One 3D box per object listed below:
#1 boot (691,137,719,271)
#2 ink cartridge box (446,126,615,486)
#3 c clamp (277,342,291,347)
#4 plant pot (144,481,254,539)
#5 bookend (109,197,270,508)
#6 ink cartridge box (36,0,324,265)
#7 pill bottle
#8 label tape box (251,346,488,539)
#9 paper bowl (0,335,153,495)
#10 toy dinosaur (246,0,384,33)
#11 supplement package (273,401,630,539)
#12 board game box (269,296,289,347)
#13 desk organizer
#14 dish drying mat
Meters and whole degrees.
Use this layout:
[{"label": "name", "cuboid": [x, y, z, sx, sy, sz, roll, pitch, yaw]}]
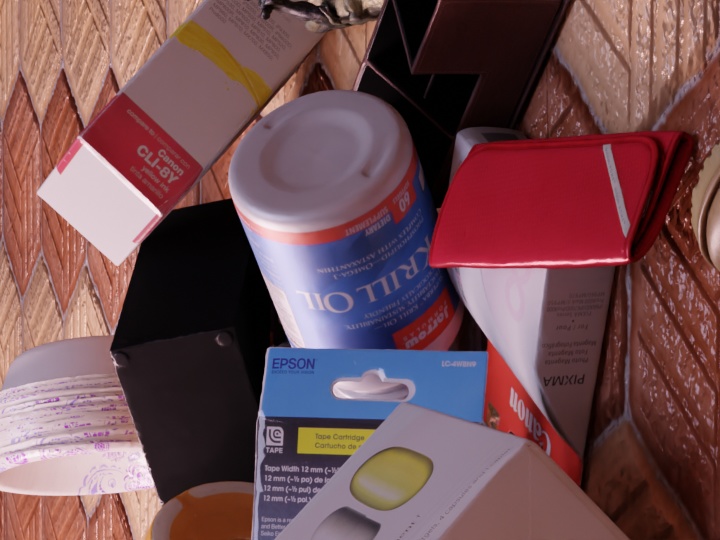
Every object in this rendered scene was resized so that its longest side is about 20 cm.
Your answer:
[{"label": "boot", "cuboid": [0.210, 0.010, 1.176, 0.176, 0.066, 0.201, 109, 152, -48]}, {"label": "ink cartridge box", "cuboid": [0.086, 0.041, 1.600, 0.163, 0.057, 0.201, -125, 42, -60]}, {"label": "c clamp", "cuboid": [-0.004, 0.128, 1.828, 0.200, 0.027, 0.172, 48, 160, 42]}, {"label": "plant pot", "cuboid": [-0.090, 0.252, 1.912, 0.201, 0.199, 0.184, -114, 27, -51]}, {"label": "bookend", "cuboid": [-0.097, 0.081, 2.039, 0.200, 0.091, 0.200, -81, -22, -60]}, {"label": "ink cartridge box", "cuboid": [-0.124, -0.115, 2.012, 0.200, 0.083, 0.145, -50, 3, -23]}, {"label": "pill bottle", "cuboid": [0.000, 0.000, 1.685, 0.113, 0.112, 0.201, -112, 0, -47]}, {"label": "label tape box", "cuboid": [0.012, 0.148, 1.637, 0.066, 0.142, 0.202, 24, -112, -67]}, {"label": "paper bowl", "cuboid": [-0.214, 0.116, 2.301, 0.201, 0.199, 0.105, 140, 127, -68]}, {"label": "toy dinosaur", "cuboid": [-0.030, -0.180, 1.877, 0.200, 0.087, 0.048, 174, 103, -72]}, {"label": "supplement package", "cuboid": [0.037, 0.191, 1.461, 0.147, 0.191, 0.200, 46, 169, -14]}, {"label": "board game box", "cuboid": [-0.008, 0.002, 1.880, 0.200, 0.056, 0.167, -162, 73, -72]}, {"label": "desk organizer", "cuboid": [0.051, -0.120, 1.643, 0.200, 0.076, 0.072, 112, 151, -51]}, {"label": "dish drying mat", "cuboid": [0.099, -0.037, 1.485, 0.200, 0.018, 0.077, 1, 67, 60]}]
